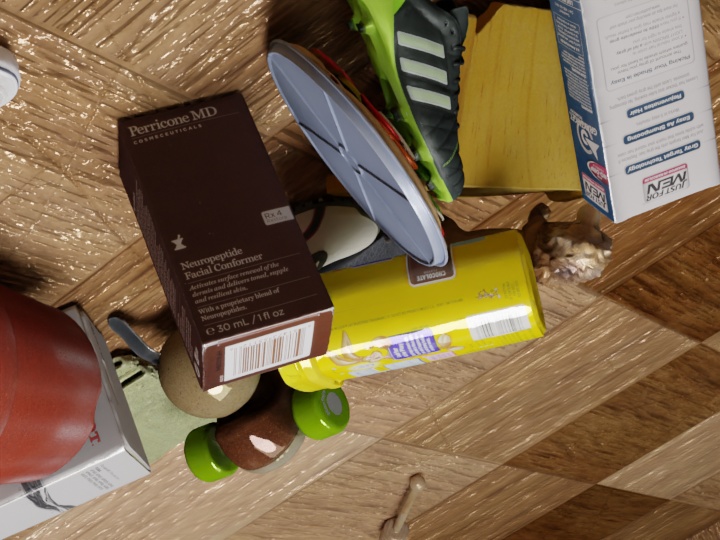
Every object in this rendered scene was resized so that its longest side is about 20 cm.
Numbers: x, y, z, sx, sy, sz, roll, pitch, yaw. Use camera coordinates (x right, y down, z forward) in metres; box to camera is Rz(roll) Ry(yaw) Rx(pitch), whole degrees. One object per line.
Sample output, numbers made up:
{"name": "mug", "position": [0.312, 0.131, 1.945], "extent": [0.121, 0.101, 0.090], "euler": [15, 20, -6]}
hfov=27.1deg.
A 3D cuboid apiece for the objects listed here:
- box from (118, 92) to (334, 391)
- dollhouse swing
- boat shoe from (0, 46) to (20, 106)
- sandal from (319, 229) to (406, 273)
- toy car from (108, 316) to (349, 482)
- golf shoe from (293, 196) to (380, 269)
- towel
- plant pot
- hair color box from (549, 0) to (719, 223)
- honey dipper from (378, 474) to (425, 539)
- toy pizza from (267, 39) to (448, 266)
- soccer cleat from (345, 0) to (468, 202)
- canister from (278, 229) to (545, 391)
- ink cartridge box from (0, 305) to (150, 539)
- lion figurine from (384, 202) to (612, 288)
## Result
{"name": "box", "position": [-0.100, -0.024, 1.082], "extent": [0.100, 0.200, 0.075], "euler": [-16, 151, -16]}
{"name": "dollhouse swing", "position": [0.088, -0.132, 1.227], "extent": [0.200, 0.176, 0.182], "euler": [-1, 105, -38]}
{"name": "boat shoe", "position": [-0.308, -0.091, 0.935], "extent": [0.200, 0.065, 0.074], "euler": [-16, 153, -16]}
{"name": "sandal", "position": [0.000, 0.000, 1.364], "extent": [0.200, 0.043, 0.076], "euler": [-23, 120, -32]}
{"name": "toy car", "position": [-0.130, 0.079, 1.365], "extent": [0.164, 0.158, 0.200], "euler": [-25, 132, 30]}
{"name": "golf shoe", "position": [-0.068, -0.003, 1.280], "extent": [0.200, 0.088, 0.077], "euler": [-15, 151, -21]}
{"name": "towel", "position": [-0.229, 0.144, 1.475], "extent": [0.148, 0.037, 0.200], "euler": [-31, 152, 12]}
{"name": "plant pot", "position": [-0.311, 0.085, 1.141], "extent": [0.201, 0.201, 0.195], "euler": [-31, 162, 13]}
{"name": "hair color box", "position": [0.211, -0.148, 1.151], "extent": [0.100, 0.061, 0.200], "euler": [-20, 118, -12]}
{"name": "honey dipper", "position": [0.063, 0.337, 2.086], "extent": [0.038, 0.038, 0.200], "euler": [-13, 148, -22]}
{"name": "toy pizza", "position": [0.004, -0.087, 1.063], "extent": [0.032, 0.200, 0.200], "euler": [-38, 155, -8]}
{"name": "soccer cleat", "position": [0.047, -0.141, 1.048], "extent": [0.081, 0.068, 0.200], "euler": [-27, 117, -10]}
{"name": "canister", "position": [0.039, 0.032, 1.175], "extent": [0.200, 0.087, 0.149], "euler": [-13, 170, 8]}
{"name": "ink cartridge box", "position": [-0.300, 0.141, 1.286], "extent": [0.200, 0.144, 0.084], "euler": [-24, 156, 0]}
{"name": "lion figurine", "position": [0.114, -0.020, 1.278], "extent": [0.200, 0.073, 0.123], "euler": [-6, -164, 8]}
